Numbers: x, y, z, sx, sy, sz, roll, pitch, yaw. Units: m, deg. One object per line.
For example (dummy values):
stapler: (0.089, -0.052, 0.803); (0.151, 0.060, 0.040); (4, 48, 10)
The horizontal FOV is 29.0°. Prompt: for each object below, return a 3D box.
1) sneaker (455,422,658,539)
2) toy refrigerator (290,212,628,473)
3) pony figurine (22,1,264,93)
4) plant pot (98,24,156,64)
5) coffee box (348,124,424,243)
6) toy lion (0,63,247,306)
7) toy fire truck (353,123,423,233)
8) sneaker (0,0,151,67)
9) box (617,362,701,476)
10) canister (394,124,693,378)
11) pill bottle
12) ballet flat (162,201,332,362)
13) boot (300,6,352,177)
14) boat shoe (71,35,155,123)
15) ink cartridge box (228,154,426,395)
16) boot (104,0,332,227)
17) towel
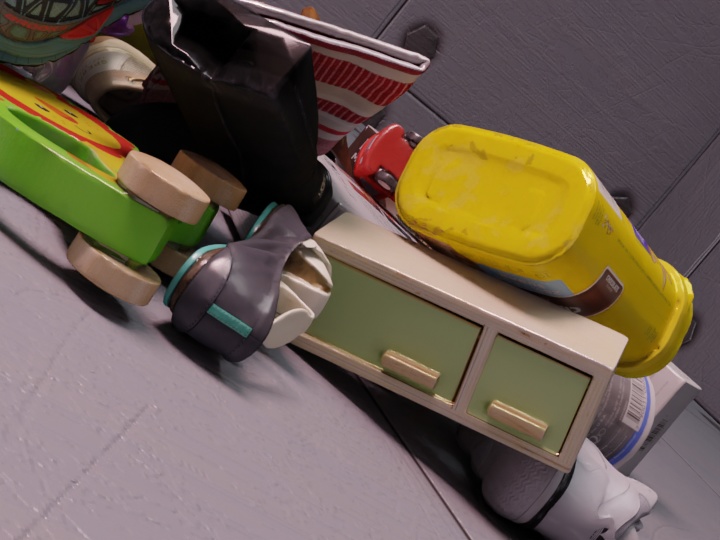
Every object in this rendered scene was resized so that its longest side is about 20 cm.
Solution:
sneaker: (0.134, 0.135, 0.958); (0.115, 0.075, 0.200); (38, 13, -14)
toy refrigerator: (0.057, 0.043, 0.865); (0.199, 0.076, 0.070); (25, 21, 11)
pony figurine: (-0.169, -0.192, 0.924); (0.193, 0.198, 0.168); (80, 0, -80)
plant pot: (-0.172, -0.220, 1.153); (0.193, 0.200, 0.200); (48, 2, -35)
coffee box: (0.045, -0.035, 1.332); (0.080, 0.113, 0.200); (31, 12, -49)
toy lion: (-0.164, -0.066, 0.750); (0.191, 0.069, 0.200); (32, 6, 0)
toy fire truck: (0.071, -0.037, 1.159); (0.200, 0.049, 0.141); (38, -13, -9)
sneaker: (-0.134, -0.192, 0.795); (0.079, 0.200, 0.096); (45, -30, 0)
box: (0.214, 0.094, 1.367); (0.200, 0.125, 0.097); (44, 9, 23)
canister: (0.125, -0.011, 0.938); (0.148, 0.087, 0.200); (21, -11, 36)
pill bottle: (0.146, 0.085, 1.138); (0.200, 0.114, 0.114); (33, 10, -41)
ballet flat: (-0.054, 0.010, 0.789); (0.073, 0.073, 0.200); (40, 14, 1)
boot: (-0.040, -0.167, 1.172); (0.201, 0.068, 0.189); (-85, 156, -50)
boat shoe: (-0.138, -0.110, 1.076); (0.200, 0.072, 0.065); (29, 22, -44)
ink cartridge box: (0.000, 0.000, 1.036); (0.175, 0.084, 0.200); (39, 8, -23)
boot: (-0.101, -0.098, 0.830); (0.164, 0.066, 0.200); (13, -14, 8)
towel: (-0.056, -0.120, 0.897); (0.143, 0.023, 0.200); (14, -14, -18)
